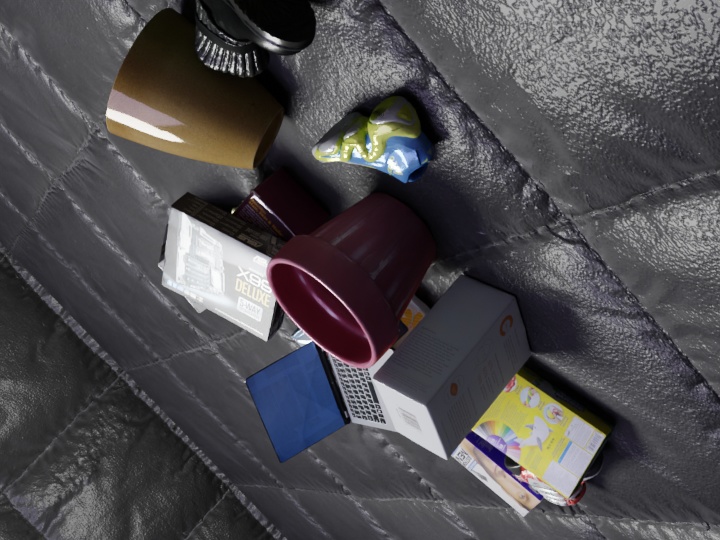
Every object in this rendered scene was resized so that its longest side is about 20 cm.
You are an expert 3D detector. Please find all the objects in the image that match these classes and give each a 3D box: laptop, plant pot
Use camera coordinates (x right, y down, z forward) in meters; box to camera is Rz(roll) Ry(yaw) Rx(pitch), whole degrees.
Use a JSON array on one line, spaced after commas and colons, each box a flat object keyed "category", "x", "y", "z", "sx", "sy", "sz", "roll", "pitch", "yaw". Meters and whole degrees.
[{"category": "laptop", "x": -0.037, "y": 0.203, "z": 1.641, "sx": 0.198, "sy": 0.116, "sz": 0.188, "roll": 8, "pitch": 135, "yaw": 29}, {"category": "plant pot", "x": 0.000, "y": 0.000, "z": 1.495, "sx": 0.199, "sy": 0.179, "sz": 0.201, "roll": 35, "pitch": 156, "yaw": 18}, {"category": "plant pot", "x": -0.211, "y": -0.222, "z": 1.495, "sx": 0.199, "sy": 0.187, "sz": 0.187, "roll": 29, "pitch": 156, "yaw": 3}]

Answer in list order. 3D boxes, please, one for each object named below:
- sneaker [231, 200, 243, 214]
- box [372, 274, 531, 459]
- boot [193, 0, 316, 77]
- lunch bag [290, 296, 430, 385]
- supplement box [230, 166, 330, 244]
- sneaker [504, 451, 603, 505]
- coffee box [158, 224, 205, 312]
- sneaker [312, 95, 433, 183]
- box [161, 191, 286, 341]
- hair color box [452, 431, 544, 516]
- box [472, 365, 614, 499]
[{"category": "sneaker", "x": -0.187, "y": -0.080, "z": 1.819, "sx": 0.199, "sy": 0.075, "sz": 0.077, "roll": -2, "pitch": 124, "yaw": 46}, {"category": "box", "x": 0.126, "y": 0.127, "z": 1.477, "sx": 0.097, "sy": 0.200, "sz": 0.125, "roll": 24, "pitch": 150, "yaw": 38}, {"category": "boot", "x": -0.130, "y": -0.287, "z": 1.341, "sx": 0.211, "sy": 0.079, "sz": 0.159, "roll": 44, "pitch": 153, "yaw": 27}, {"category": "lunch bag", "x": 0.021, "y": 0.093, "z": 1.676, "sx": 0.199, "sy": 0.127, "sz": 0.170, "roll": -32, "pitch": 106, "yaw": 39}, {"category": "supplement box", "x": -0.152, "y": -0.050, "z": 1.691, "sx": 0.110, "sy": 0.086, "sz": 0.200, "roll": 45, "pitch": 133, "yaw": -4}, {"category": "sneaker", "x": 0.315, "y": 0.302, "z": 1.648, "sx": 0.108, "sy": 0.068, "sz": 0.201, "roll": 40, "pitch": 154, "yaw": -21}, {"category": "coffee box", "x": -0.281, "y": -0.026, "z": 1.921, "sx": 0.115, "sy": 0.079, "sz": 0.200, "roll": 53, "pitch": -172, "yaw": -21}, {"category": "sneaker", "x": 0.018, "y": -0.142, "z": 1.357, "sx": 0.105, "sy": 0.076, "sz": 0.199, "roll": 50, "pitch": 156, "yaw": -16}, {"category": "box", "x": -0.198, "y": -0.005, "z": 1.658, "sx": 0.199, "sy": 0.050, "sz": 0.159, "roll": 27, "pitch": 131, "yaw": 13}, {"category": "hair color box", "x": 0.219, "y": 0.304, "z": 1.805, "sx": 0.199, "sy": 0.065, "sz": 0.110, "roll": 38, "pitch": 156, "yaw": 10}, {"category": "box", "x": 0.242, "y": 0.213, "z": 1.553, "sx": 0.199, "sy": 0.048, "sz": 0.118, "roll": 34, "pitch": 113, "yaw": 19}]
